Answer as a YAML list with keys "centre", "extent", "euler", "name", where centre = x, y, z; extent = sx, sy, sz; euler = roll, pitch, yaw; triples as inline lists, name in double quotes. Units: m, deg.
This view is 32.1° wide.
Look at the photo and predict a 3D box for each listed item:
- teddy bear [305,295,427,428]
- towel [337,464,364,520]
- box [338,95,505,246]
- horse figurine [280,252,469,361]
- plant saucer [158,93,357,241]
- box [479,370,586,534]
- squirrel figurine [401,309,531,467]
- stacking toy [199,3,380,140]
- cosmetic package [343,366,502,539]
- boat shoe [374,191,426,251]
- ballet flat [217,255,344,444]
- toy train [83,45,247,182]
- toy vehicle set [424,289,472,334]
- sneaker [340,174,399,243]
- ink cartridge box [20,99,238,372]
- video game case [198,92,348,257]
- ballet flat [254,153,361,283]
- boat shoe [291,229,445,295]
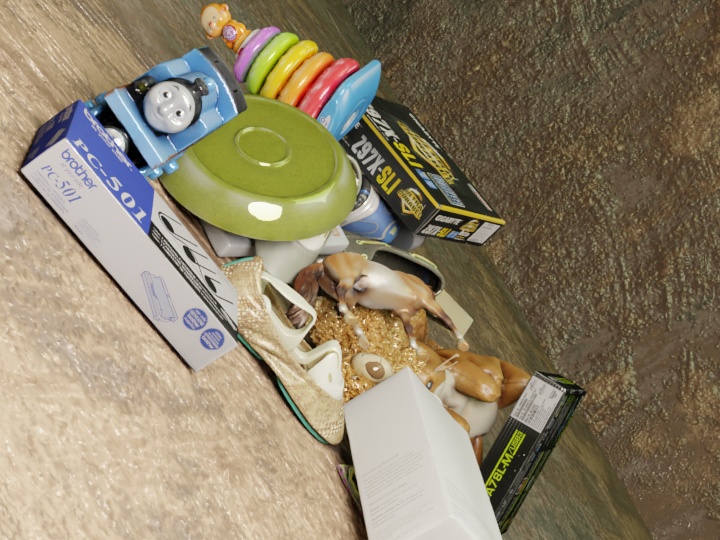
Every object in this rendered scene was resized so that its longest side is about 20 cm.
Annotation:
- centre: [0.009, 0.065, 1.237]
  extent: [0.145, 0.067, 0.200]
  euler: [54, 31, -13]
  name: "teddy bear"
- centre: [0.053, 0.263, 1.143]
  extent: [0.200, 0.023, 0.144]
  euler: [61, 12, 18]
  name: "towel"
- centre: [0.057, -0.118, 1.418]
  extent: [0.160, 0.049, 0.200]
  euler: [6, 42, -56]
  name: "box"
- centre: [0.014, 0.027, 1.185]
  extent: [0.200, 0.050, 0.133]
  euler: [13, 32, -30]
  name: "horse figurine"
- centre: [-0.095, -0.108, 1.179]
  extent: [0.200, 0.031, 0.200]
  euler: [13, 42, -12]
  name: "plant saucer"
- centre: [0.179, 0.209, 1.406]
  extent: [0.048, 0.200, 0.193]
  euler: [30, 4, 15]
  name: "box"
- centre: [0.063, 0.116, 1.395]
  extent: [0.187, 0.142, 0.200]
  euler: [29, 9, -43]
  name: "squirrel figurine"
- centre: [-0.089, -0.216, 1.313]
  extent: [0.200, 0.116, 0.110]
  euler: [38, 36, 4]
  name: "stacking toy"
- centre: [0.056, 0.192, 1.095]
  extent: [0.113, 0.081, 0.200]
  euler: [50, 13, -30]
  name: "cosmetic package"
- centre: [0.051, -0.067, 1.500]
  extent: [0.202, 0.086, 0.075]
  euler: [5, -64, 69]
  name: "boat shoe"
- centre: [-0.056, 0.069, 1.096]
  extent: [0.200, 0.065, 0.071]
  euler: [53, 14, -22]
  name: "ballet flat"
- centre: [-0.165, -0.130, 1.044]
  extent: [0.087, 0.114, 0.200]
  euler: [55, 11, -7]
  name: "toy train"
- centre: [0.036, 0.007, 1.539]
  extent: [0.200, 0.027, 0.124]
  euler: [30, -9, 39]
  name: "toy vehicle set"
- centre: [-0.026, -0.063, 1.444]
  extent: [0.077, 0.076, 0.200]
  euler: [43, -12, -24]
  name: "sneaker"
- centre: [-0.166, -0.026, 0.932]
  extent: [0.200, 0.044, 0.094]
  euler: [52, 10, -24]
  name: "ink cartridge box"
- centre: [-0.116, -0.101, 1.258]
  extent: [0.182, 0.023, 0.200]
  euler: [-2, 57, -52]
  name: "video game case"
- centre: [-0.048, -0.060, 1.218]
  extent: [0.067, 0.064, 0.200]
  euler: [44, 33, -11]
  name: "ballet flat"
- centre: [0.001, -0.003, 1.342]
  extent: [0.202, 0.072, 0.060]
  euler: [10, 5, -34]
  name: "boat shoe"
